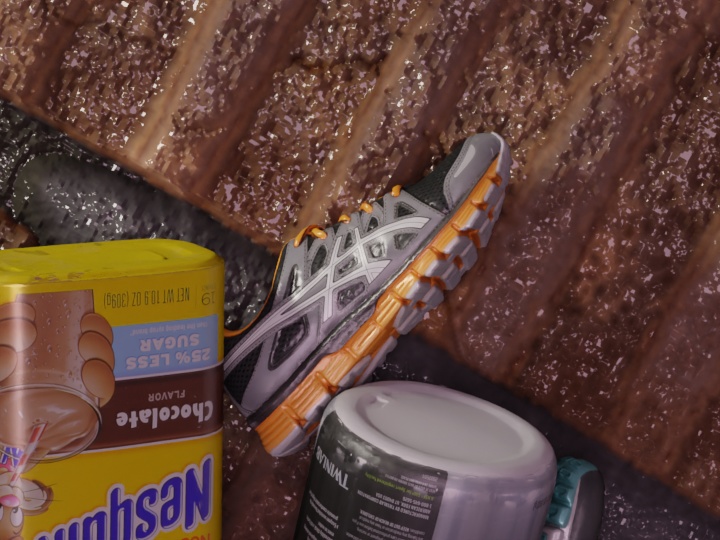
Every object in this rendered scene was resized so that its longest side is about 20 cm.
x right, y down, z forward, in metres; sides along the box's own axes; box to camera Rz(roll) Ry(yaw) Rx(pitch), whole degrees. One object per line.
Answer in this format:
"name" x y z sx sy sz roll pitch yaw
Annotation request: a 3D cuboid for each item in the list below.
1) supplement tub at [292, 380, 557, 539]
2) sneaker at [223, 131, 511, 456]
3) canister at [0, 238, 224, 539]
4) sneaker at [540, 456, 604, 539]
"supplement tub" 0.020 0.168 1.284 0.122 0.123 0.201 13 108 -2
"sneaker" 0.000 0.000 1.303 0.077 0.078 0.200 42 87 14
"canister" -0.137 0.091 1.272 0.148 0.086 0.202 -5 103 -29
"sneaker" 0.113 0.197 1.332 0.091 0.078 0.202 6 99 -18
